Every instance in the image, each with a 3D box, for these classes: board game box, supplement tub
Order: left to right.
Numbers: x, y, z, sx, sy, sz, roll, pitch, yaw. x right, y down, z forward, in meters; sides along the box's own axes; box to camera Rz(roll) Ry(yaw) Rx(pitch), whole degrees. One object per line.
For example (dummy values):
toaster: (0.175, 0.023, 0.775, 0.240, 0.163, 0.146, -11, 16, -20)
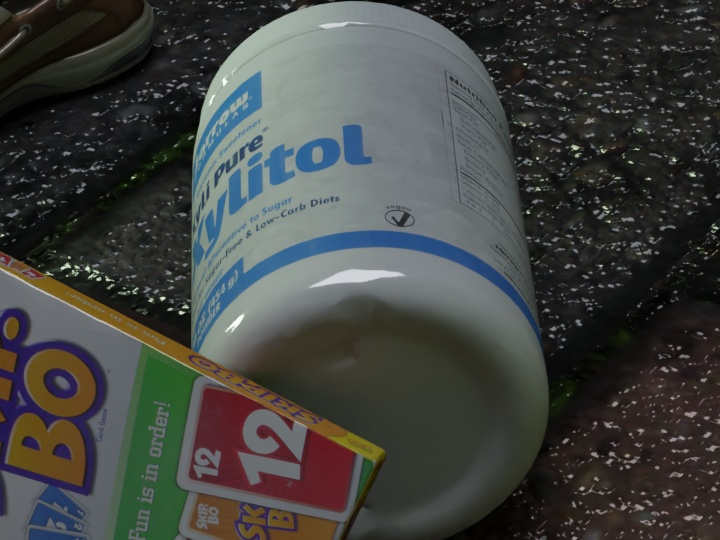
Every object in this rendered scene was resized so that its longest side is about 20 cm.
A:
board game box: (-0.101, 0.061, 1.049, 0.200, 0.096, 0.030, 27, 9, 8)
supplement tub: (0.000, 0.000, 1.148, 0.132, 0.132, 0.200, -6, 35, 0)

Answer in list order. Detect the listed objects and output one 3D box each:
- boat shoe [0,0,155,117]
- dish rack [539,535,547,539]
boat shoe: (-0.187, -0.106, 1.377, 0.200, 0.072, 0.076, -29, 41, -29)
dish rack: (0.094, 0.170, 0.883, 0.153, 0.055, 0.200, 34, 46, -12)
